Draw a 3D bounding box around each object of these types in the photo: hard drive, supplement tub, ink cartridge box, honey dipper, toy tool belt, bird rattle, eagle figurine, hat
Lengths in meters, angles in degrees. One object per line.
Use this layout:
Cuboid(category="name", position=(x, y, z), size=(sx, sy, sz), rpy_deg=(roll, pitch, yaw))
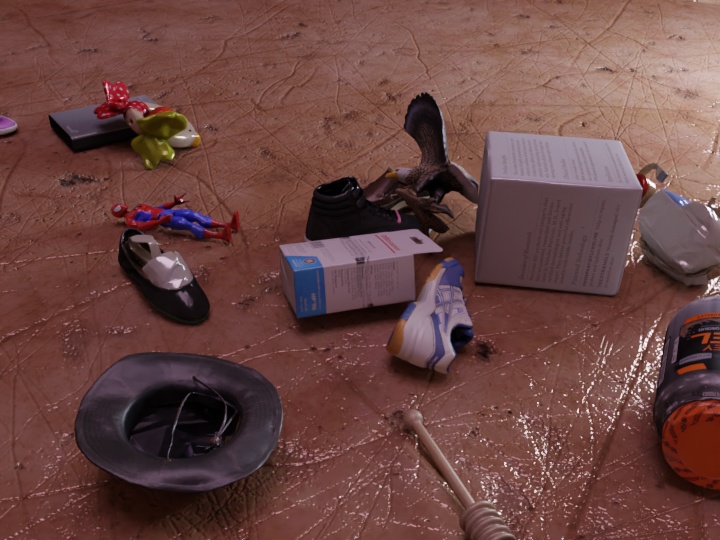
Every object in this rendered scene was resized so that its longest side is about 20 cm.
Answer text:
Cuboid(category="hard drive", position=(-0.486, -0.289, 1.526), size=(0.199, 0.033, 0.139), rpy_deg=(-21, 39, -30))
Cuboid(category="supplement tub", position=(0.378, 0.125, 0.828), size=(0.121, 0.123, 0.200), rpy_deg=(13, 35, 18))
Cuboid(category="ink cartridge box", position=(0.000, 0.000, 1.040), size=(0.198, 0.068, 0.116), rpy_deg=(-8, 20, -13))
Cuboid(category="honey dipper", position=(0.087, 0.204, 0.779), size=(0.038, 0.038, 0.200), rpy_deg=(-12, 32, -19))
Cuboid(category="toy tool belt", position=(0.474, -0.060, 1.150), size=(0.122, 0.125, 0.201), rpy_deg=(22, 26, -28))
Cuboid(category="bird rattle", position=(-0.388, -0.268, 1.445), size=(0.199, 0.113, 0.162), rpy_deg=(34, 22, 31))
Cuboid(category="eagle figurine", position=(0.110, -0.154, 1.162), size=(0.150, 0.152, 0.201), rpy_deg=(24, 53, 1))
Cuboid(category="hat", position=(-0.180, 0.167, 0.786), size=(0.199, 0.081, 0.201), rpy_deg=(7, 37, -5))

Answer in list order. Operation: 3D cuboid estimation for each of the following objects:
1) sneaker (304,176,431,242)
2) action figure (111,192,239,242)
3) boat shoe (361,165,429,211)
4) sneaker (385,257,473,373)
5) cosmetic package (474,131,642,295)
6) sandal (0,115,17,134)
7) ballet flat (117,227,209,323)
Cuboid(category="sneaker", position=(0.015, -0.088, 1.169), size=(0.198, 0.100, 0.071), rpy_deg=(-4, 31, -10))
Cuboid(category="action figure", position=(-0.288, -0.082, 1.200), size=(0.198, 0.052, 0.066), rpy_deg=(5, 36, 10))
Cuboid(category="boat shoe", position=(0.043, -0.133, 1.261), size=(0.201, 0.075, 0.075), rpy_deg=(-17, 37, -26))
Cuboid(category="sneaker", position=(0.104, 0.060, 0.985), size=(0.088, 0.076, 0.200), rpy_deg=(28, 40, 8))
Cuboid(category="cosmetic package", position=(0.268, -0.085, 1.111), size=(0.198, 0.168, 0.168), rpy_deg=(5, 32, 5))
Cuboid(category="sandal", position=(-0.754, -0.306, 1.526), size=(0.201, 0.050, 0.082), rpy_deg=(20, 37, 26))
Cuboid(category="ballet flat", position=(-0.272, 0.000, 1.050), size=(0.068, 0.069, 0.199), rpy_deg=(-26, 42, -36))
